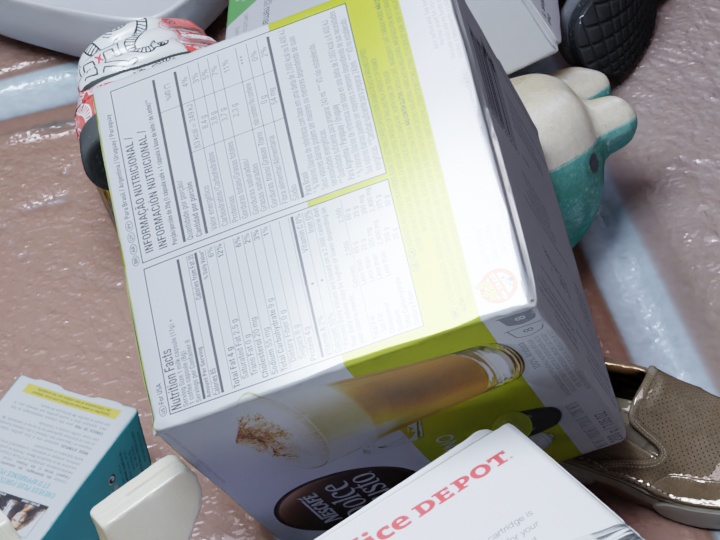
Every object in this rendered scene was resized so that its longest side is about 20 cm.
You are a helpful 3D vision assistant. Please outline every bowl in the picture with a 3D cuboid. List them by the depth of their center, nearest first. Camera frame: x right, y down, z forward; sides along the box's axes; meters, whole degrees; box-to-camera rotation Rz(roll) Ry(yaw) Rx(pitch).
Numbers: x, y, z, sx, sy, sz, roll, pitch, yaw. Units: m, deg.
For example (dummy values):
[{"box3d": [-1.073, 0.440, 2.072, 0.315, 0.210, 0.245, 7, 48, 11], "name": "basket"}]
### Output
[{"box3d": [-0.164, -0.214, 1.692, 0.199, 0.075, 0.200, 14, 47, 27], "name": "bowl"}]

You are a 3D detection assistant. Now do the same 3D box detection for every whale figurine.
[{"box3d": [0.097, -0.062, 1.467, 0.159, 0.104, 0.200, -12, 15, 24], "name": "whale figurine"}]

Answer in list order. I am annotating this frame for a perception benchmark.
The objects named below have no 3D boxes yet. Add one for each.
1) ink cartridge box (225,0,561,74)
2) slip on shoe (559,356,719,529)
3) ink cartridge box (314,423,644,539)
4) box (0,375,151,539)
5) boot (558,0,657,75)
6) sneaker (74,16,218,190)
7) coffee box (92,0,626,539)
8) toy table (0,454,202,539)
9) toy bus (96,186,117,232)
[{"box3d": [0.019, -0.166, 1.541, 0.199, 0.084, 0.145, -24, 35, 19], "name": "ink cartridge box"}, {"box3d": [0.159, 0.083, 1.304, 0.199, 0.061, 0.076, 14, 47, 25], "name": "slip on shoe"}, {"box3d": [0.071, 0.179, 1.100, 0.146, 0.085, 0.200, -31, 39, -16], "name": "ink cartridge box"}, {"box3d": [-0.199, 0.148, 1.316, 0.082, 0.049, 0.200, 14, 47, 25], "name": "box"}, {"box3d": [0.134, -0.192, 1.617, 0.131, 0.070, 0.200, 9, 32, 25], "name": "boot"}, {"box3d": [-0.074, -0.115, 1.453, 0.201, 0.067, 0.108, -12, 43, -2], "name": "sneaker"}, {"box3d": [0.000, 0.000, 1.246, 0.197, 0.200, 0.201, -20, 62, 11], "name": "coffee box"}, {"box3d": [-0.137, 0.183, 1.191, 0.200, 0.117, 0.184, -42, 36, -22], "name": "toy table"}, {"box3d": [-0.116, -0.033, 1.477, 0.065, 0.078, 0.200, -18, 42, -10], "name": "toy bus"}]
